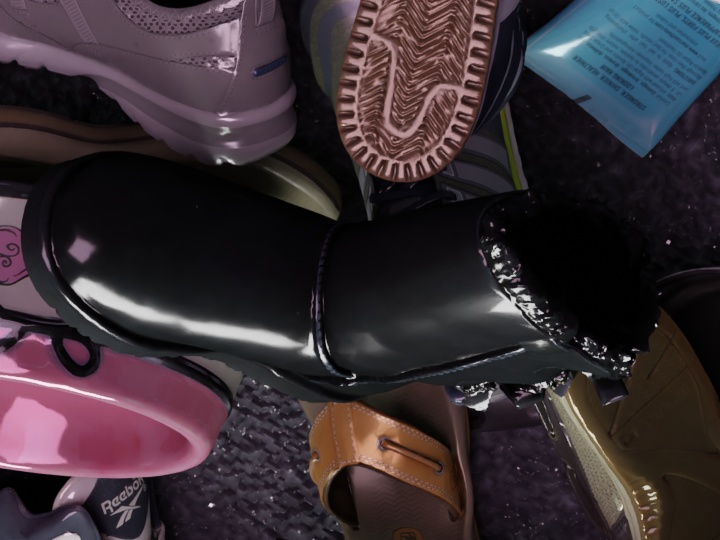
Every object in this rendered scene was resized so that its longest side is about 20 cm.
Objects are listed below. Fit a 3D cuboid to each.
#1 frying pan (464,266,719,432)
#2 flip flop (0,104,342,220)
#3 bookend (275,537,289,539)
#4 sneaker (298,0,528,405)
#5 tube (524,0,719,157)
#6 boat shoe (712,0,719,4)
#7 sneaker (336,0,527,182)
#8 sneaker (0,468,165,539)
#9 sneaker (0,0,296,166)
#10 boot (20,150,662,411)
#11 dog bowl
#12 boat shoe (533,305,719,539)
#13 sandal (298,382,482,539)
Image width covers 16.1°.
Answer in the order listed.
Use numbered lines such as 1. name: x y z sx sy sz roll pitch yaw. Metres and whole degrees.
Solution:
1. frying pan: 0.130 0.064 1.089 0.190 0.031 0.115 -30 99 34
2. flip flop: -0.103 -0.029 1.045 0.081 0.199 0.058 -25 63 56
3. bookend: 0.035 0.238 1.102 0.198 0.092 0.200 15 132 4
4. sneaker: 0.030 -0.035 1.041 0.074 0.081 0.200 -25 96 24
5. tube: 0.153 -0.130 1.005 0.077 0.050 0.200 37 116 -19
6. boat shoe: 0.184 -0.113 0.950 0.199 0.067 0.074 9 134 -17
7. sneaker: 0.045 -0.133 0.963 0.070 0.108 0.201 21 98 6
8. sneaker: -0.101 0.139 1.139 0.199 0.079 0.130 26 122 13
9. sneaker: -0.101 -0.120 1.026 0.200 0.075 0.082 27 128 25
10. boot: -0.001 0.001 0.919 0.162 0.198 0.074 -8 66 42
11. dog bowl: -0.137 0.029 1.034 0.199 0.200 0.074 5 72 11
12. boat shoe: 0.121 0.077 1.048 0.072 0.066 0.201 -37 125 -8
13. sandal: 0.008 0.088 1.107 0.080 0.054 0.201 -5 111 24
